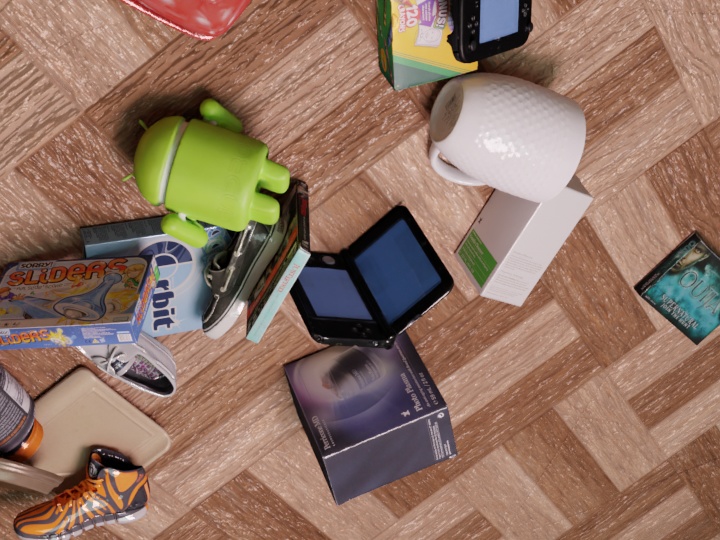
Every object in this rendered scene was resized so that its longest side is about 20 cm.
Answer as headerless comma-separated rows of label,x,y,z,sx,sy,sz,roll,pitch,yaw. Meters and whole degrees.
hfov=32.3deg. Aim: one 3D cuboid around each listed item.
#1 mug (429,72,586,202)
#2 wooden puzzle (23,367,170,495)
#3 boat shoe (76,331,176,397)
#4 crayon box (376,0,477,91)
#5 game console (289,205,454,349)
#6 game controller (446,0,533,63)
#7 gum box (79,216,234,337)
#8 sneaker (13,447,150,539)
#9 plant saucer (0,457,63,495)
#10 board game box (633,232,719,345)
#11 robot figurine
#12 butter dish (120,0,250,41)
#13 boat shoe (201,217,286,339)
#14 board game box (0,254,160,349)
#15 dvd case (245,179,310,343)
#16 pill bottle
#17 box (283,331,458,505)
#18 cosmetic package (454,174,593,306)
mug,0.174,-0.175,1.673,0.174,0.149,0.200,17,148,-25
wooden puzzle,-0.402,0.244,1.797,0.184,0.037,0.200,-37,127,7
boat shoe,-0.319,0.111,1.645,0.072,0.069,0.200,-38,132,9
crayon box,0.082,-0.335,1.546,0.118,0.058,0.202,-16,131,-13
game console,0.000,0.000,1.676,0.174,0.201,0.117,6,123,-27
game controller,0.165,-0.320,1.539,0.200,0.042,0.105,-29,133,-54
gum box,-0.268,0.009,1.665,0.198,0.045,0.171,-9,129,-17
sneaker,-0.402,0.315,1.785,0.198,0.078,0.113,-12,124,-25
plant saucer,-0.502,0.271,1.682,0.199,0.199,0.030,24,71,-36
board game box,0.559,0.033,2.075,0.135,0.028,0.199,-45,131,14
robot figurine,-0.188,-0.120,1.526,0.198,0.116,0.177,17,81,-1
butter dish,-0.177,-0.340,1.363,0.199,0.148,0.200,23,115,-36
boat shoe,-0.170,0.001,1.634,0.063,0.071,0.201,23,115,-20
board game box,-0.359,0.039,1.537,0.197,0.136,0.035,-4,127,8
dvd case,-0.107,-0.015,1.619,0.022,0.201,0.147,24,114,-17
pill bottle,-0.501,0.175,1.644,0.106,0.107,0.201,-30,132,0
box,0.013,0.207,1.844,0.197,0.201,0.124,-22,133,-7
cosmetic package,0.234,-0.063,1.797,0.084,0.108,0.201,14,117,-31
